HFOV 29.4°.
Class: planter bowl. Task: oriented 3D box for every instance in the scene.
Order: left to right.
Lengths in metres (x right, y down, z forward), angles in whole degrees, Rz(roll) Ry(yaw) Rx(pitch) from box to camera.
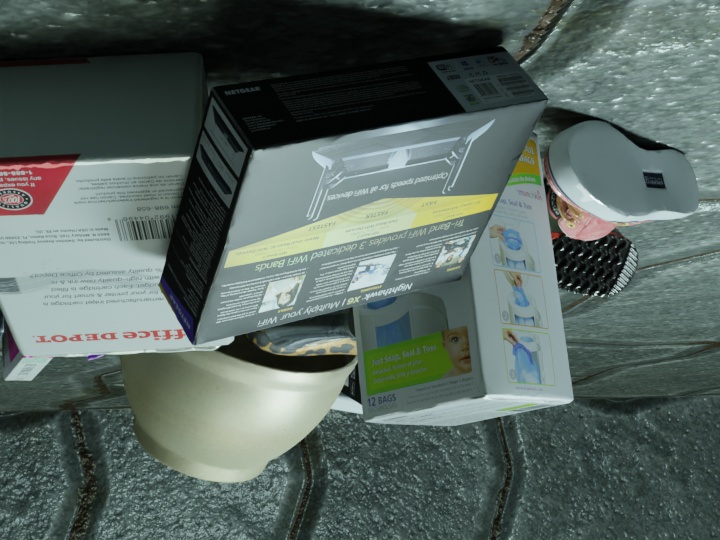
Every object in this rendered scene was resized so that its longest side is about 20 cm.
[{"bbox_3d":[-0.116,0.091,1.151,0.200,0.135,0.200,19,-161,-7],"label":"planter bowl"}]

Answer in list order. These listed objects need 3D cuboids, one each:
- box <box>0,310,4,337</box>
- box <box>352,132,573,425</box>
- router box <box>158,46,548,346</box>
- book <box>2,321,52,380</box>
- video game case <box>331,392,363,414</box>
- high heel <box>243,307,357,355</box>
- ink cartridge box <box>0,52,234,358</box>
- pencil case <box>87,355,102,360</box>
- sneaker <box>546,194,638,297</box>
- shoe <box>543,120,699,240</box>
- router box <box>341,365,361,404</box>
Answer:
[{"bbox_3d":[-0.398,0.011,1.128,0.198,0.123,0.200,-1,170,-18],"label":"box"},{"bbox_3d":[0.065,0.002,0.963,0.112,0.200,0.101,-17,163,41],"label":"box"},{"bbox_3d":[-0.006,-0.044,0.798,0.200,0.052,0.157,-13,143,-32],"label":"router box"},{"bbox_3d":[-0.277,0.015,1.143,0.048,0.134,0.200,1,169,-20],"label":"book"},{"bbox_3d":[-0.066,0.075,1.421,0.200,0.022,0.182,9,-147,-1],"label":"video game case"},{"bbox_3d":[0.009,0.038,1.085,0.143,0.071,0.200,-3,175,45],"label":"high heel"},{"bbox_3d":[-0.158,-0.034,0.848,0.144,0.084,0.200,-3,144,-1],"label":"ink cartridge box"},{"bbox_3d":[-0.339,0.043,1.418,0.084,0.086,0.200,-11,166,28],"label":"pencil case"},{"bbox_3d":[0.132,-0.034,1.162,0.200,0.070,0.093,13,-161,-7],"label":"sneaker"},{"bbox_3d":[0.172,-0.059,1.029,0.091,0.072,0.200,-18,167,36],"label":"shoe"},{"bbox_3d":[0.043,0.066,1.382,0.200,0.051,0.149,-21,-145,-39],"label":"router box"}]
